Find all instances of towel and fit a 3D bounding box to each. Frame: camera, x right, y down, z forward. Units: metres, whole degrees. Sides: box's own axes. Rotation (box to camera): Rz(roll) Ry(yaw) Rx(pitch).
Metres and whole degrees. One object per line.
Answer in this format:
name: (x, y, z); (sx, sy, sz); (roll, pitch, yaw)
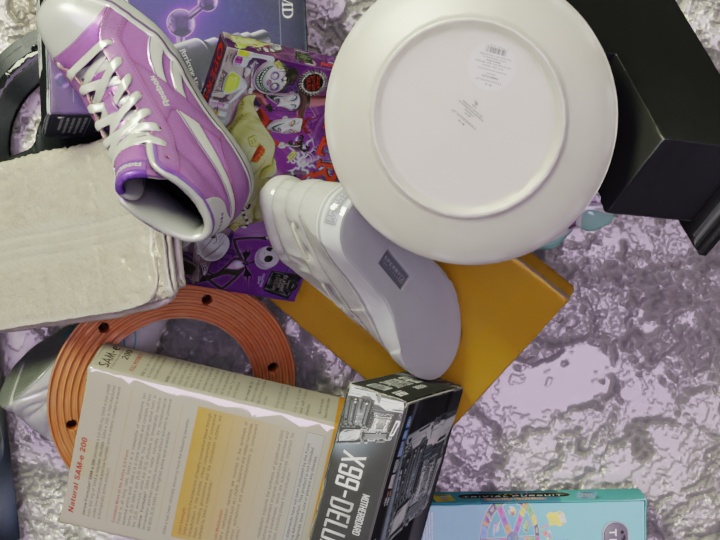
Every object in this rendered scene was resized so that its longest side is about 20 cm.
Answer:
towel: (-0.217, -0.027, 1.293); (0.199, 0.034, 0.134); (-8, 84, 30)

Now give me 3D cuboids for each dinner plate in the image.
dinner plate: (0.073, -0.102, 1.159); (0.198, 0.024, 0.202); (1, 97, 6)

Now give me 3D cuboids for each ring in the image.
ring: (-0.148, 0.095, 1.359); (0.199, 0.019, 0.202); (-6, 112, -16)

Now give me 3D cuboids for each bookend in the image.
bookend: (0.159, -0.121, 1.228); (0.197, 0.201, 0.092); (3, 138, -33)

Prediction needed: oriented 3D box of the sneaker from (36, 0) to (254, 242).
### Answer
sneaker: (-0.155, -0.106, 1.173); (0.073, 0.114, 0.201); (-41, 96, 25)

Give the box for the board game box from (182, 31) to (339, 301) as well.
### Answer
board game box: (-0.074, -0.072, 1.275); (0.119, 0.032, 0.201); (7, 123, -24)

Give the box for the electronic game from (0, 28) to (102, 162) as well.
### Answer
electronic game: (-0.218, -0.099, 1.370); (0.198, 0.042, 0.202); (0, 87, 1)

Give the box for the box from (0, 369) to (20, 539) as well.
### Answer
box: (-0.356, 0.132, 1.306); (0.122, 0.200, 0.200); (-5, 95, 12)

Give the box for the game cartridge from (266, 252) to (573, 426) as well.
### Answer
game cartridge: (0.038, 0.011, 1.341); (0.200, 0.032, 0.177); (40, 123, -1)

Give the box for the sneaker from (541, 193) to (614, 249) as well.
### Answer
sneaker: (0.130, -0.088, 1.331); (0.199, 0.078, 0.140); (-31, 106, 3)

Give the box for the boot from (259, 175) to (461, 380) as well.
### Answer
boot: (0.000, 0.000, 1.282); (0.074, 0.095, 0.201); (-51, 135, -21)

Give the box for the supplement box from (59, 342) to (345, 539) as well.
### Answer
supplement box: (-0.115, 0.142, 1.299); (0.198, 0.074, 0.127); (14, 104, -1)

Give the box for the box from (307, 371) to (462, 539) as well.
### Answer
box: (0.010, 0.180, 1.285); (0.049, 0.158, 0.202); (17, 95, 17)

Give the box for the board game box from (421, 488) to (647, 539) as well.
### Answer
board game box: (0.129, 0.255, 1.385); (0.198, 0.047, 0.153); (-1, 94, 2)

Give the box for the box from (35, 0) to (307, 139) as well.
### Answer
box: (-0.143, -0.181, 1.300); (0.198, 0.104, 0.149); (-3, 86, -13)

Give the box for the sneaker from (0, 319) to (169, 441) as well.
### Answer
sneaker: (-0.192, 0.056, 1.377); (0.200, 0.070, 0.080); (-43, 116, 1)
